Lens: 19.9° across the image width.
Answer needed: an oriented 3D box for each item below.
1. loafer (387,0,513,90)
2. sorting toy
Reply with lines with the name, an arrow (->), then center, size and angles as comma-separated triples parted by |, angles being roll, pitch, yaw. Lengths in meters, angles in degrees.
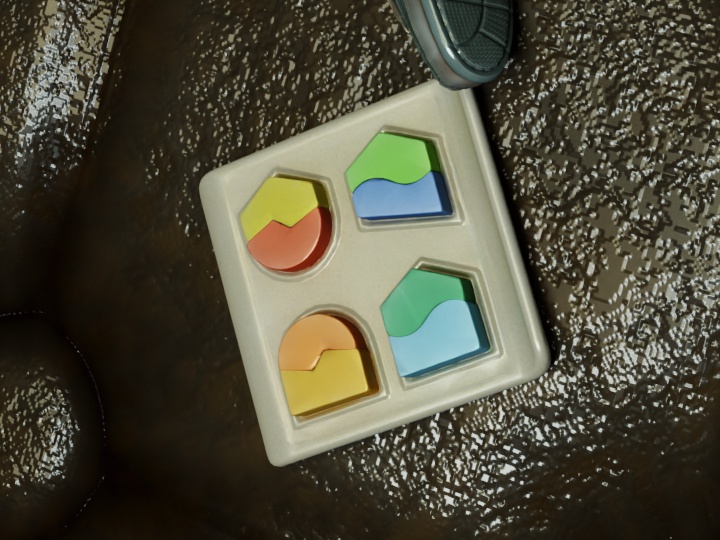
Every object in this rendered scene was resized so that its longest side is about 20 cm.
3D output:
loafer -> 0.036, -0.190, 1.181 | 0.063, 0.072, 0.201 | -30, 65, 45
sorting toy -> 0.000, 0.000, 1.196 | 0.199, 0.036, 0.186 | -22, 77, 27
